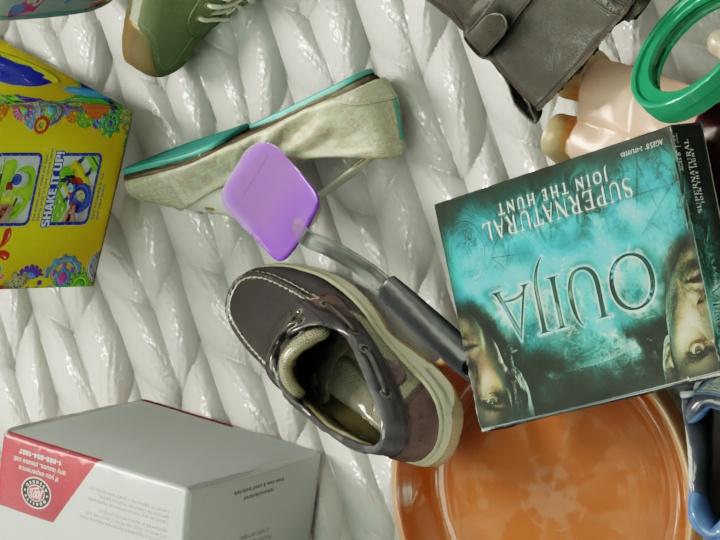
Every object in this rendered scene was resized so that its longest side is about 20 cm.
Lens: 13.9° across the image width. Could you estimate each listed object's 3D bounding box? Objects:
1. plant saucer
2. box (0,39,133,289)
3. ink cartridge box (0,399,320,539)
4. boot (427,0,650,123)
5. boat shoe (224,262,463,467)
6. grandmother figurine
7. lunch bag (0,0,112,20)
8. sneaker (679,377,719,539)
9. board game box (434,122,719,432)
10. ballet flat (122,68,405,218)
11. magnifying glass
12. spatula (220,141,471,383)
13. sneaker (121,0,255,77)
[{"bbox_3d":[0.109,0.129,1.709,0.200,0.032,0.201,4,97,33],"label":"plant saucer"},{"bbox_3d":[-0.284,-0.076,1.821,0.200,0.192,0.122,28,111,40],"label":"box"},{"bbox_3d":[-0.130,0.199,1.804,0.145,0.145,0.200,15,103,30],"label":"ink cartridge box"},{"bbox_3d":[0.087,-0.197,1.590,0.174,0.069,0.200,35,123,2],"label":"boot"},{"bbox_3d":[-0.021,0.052,1.744,0.200,0.065,0.072,39,113,40],"label":"boat shoe"},{"bbox_3d":[0.190,-0.069,1.594,0.200,0.060,0.122,24,115,41],"label":"grandmother figurine"},{"bbox_3d":[-0.168,-0.245,1.765,0.077,0.160,0.200,44,119,21],"label":"lunch bag"},{"bbox_3d":[0.215,0.057,1.599,0.077,0.085,0.201,9,100,32],"label":"sneaker"},{"bbox_3d":[0.124,0.007,1.616,0.200,0.028,0.136,-18,81,51],"label":"board game box"},{"bbox_3d":[-0.060,-0.062,1.778,0.200,0.067,0.062,-19,95,33],"label":"ballet flat"},{"bbox_3d":[0.215,-0.161,1.560,0.200,0.022,0.080,-53,29,-1],"label":"magnifying glass"},{"bbox_3d":[0.000,0.000,1.722,0.200,0.021,0.057,38,120,11],"label":"spatula"},{"bbox_3d":[-0.072,-0.189,1.767,0.090,0.067,0.200,32,116,17],"label":"sneaker"}]
